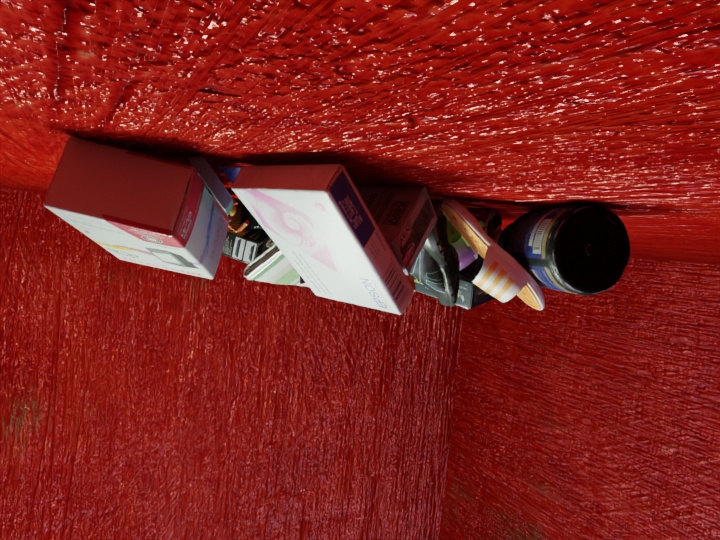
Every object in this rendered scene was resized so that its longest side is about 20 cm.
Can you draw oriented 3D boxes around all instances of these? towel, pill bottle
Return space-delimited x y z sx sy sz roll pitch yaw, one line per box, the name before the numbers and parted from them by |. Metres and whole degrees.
towel | -0.083 -0.016 0.898 0.198 0.031 0.148 8 150 -46
pill bottle | 0.269 -0.031 0.731 0.109 0.115 0.200 6 -177 -8

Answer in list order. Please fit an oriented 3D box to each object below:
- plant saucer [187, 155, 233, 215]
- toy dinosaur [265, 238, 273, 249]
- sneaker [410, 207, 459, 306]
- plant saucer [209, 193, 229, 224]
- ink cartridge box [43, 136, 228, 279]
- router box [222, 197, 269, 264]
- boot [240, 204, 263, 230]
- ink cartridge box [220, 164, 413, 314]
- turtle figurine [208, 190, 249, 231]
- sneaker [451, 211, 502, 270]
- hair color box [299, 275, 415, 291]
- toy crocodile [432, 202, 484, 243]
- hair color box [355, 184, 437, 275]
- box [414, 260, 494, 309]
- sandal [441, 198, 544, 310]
plant saucer | -0.189 -0.108 0.677 0.019 0.071 0.200 -36 -169 -9
toy dinosaur | -0.124 -0.033 0.966 0.197 0.060 0.100 -4 -179 39
sneaker | 0.101 -0.018 0.780 0.078 0.076 0.201 -3 140 23
plant saucer | -0.307 -0.092 0.813 0.196 0.052 0.201 12 159 4
ink cartridge box | -0.256 -0.064 0.636 0.144 0.087 0.200 12 164 0
router box | -0.251 -0.089 1.072 0.154 0.053 0.200 19 -158 2
boot | -0.113 -0.103 0.983 0.166 0.078 0.198 -1 -178 -37
ink cartridge box | -0.058 -0.036 0.607 0.197 0.044 0.197 8 145 39
turtle figurine | -0.277 -0.122 0.907 0.159 0.066 0.199 14 -173 -34
sneaker | 0.199 -0.069 0.921 0.113 0.073 0.201 -34 -162 20
hair color box | 0.000 0.000 0.847 0.109 0.065 0.199 -14 163 27
toy crocodile | 0.098 -0.083 0.810 0.195 0.063 0.068 3 -159 -10
hair color box | -0.008 -0.060 0.695 0.197 0.100 0.061 8 143 37
box | 0.162 0.004 0.964 0.198 0.052 0.156 19 -156 39
sandal | 0.173 -0.011 0.744 0.207 0.059 0.079 49 176 13
